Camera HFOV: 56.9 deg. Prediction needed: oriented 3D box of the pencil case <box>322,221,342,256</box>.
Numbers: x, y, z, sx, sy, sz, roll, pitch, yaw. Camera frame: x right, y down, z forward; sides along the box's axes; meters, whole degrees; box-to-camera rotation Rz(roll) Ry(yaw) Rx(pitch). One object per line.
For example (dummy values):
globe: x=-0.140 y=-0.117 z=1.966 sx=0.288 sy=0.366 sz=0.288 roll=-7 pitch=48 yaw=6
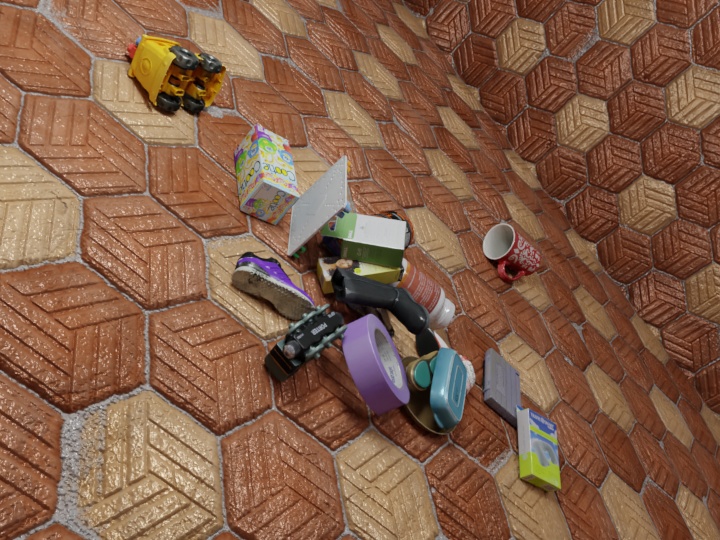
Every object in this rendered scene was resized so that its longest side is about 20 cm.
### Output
pencil case: x=-0.016 y=-0.034 z=1.655 sx=0.201 sy=0.087 sz=0.078 roll=51 pitch=-5 yaw=2

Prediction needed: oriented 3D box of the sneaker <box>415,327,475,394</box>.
sneaker: x=0.217 y=0.223 z=1.683 sx=0.203 sy=0.067 sz=0.107 roll=58 pitch=31 yaw=9

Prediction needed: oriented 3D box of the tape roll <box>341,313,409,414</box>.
tape roll: x=0.033 y=0.197 z=1.404 sx=0.202 sy=0.065 sz=0.201 roll=59 pitch=15 yaw=-26

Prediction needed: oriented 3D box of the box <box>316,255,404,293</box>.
box: x=0.000 y=0.000 z=1.568 sx=0.197 sy=0.051 sz=0.076 roll=-9 pitch=50 yaw=-20

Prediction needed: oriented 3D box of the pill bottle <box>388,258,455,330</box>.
pill bottle: x=0.147 y=0.066 z=1.720 sx=0.199 sy=0.112 sz=0.113 roll=37 pitch=33 yaw=-19

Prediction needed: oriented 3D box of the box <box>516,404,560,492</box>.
box: x=0.461 y=0.455 z=1.724 sx=0.121 sy=0.047 sz=0.202 roll=31 pitch=47 yaw=-28

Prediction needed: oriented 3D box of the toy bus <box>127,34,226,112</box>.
toy bus: x=-0.447 y=-0.480 z=1.565 sx=0.191 sy=0.137 sz=0.199 roll=40 pitch=26 yaw=17

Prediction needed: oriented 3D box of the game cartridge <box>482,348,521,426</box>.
game cartridge: x=0.390 y=0.319 z=1.832 sx=0.129 sy=0.038 sz=0.201 roll=37 pitch=33 yaw=-13

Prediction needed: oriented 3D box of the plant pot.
plant pot: x=0.149 y=0.295 z=1.554 sx=0.199 sy=0.027 sz=0.202 roll=32 pitch=35 yaw=-25

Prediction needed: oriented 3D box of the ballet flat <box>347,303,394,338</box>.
ballet flat: x=0.019 y=0.083 z=1.578 sx=0.202 sy=0.072 sz=0.072 roll=55 pitch=31 yaw=10

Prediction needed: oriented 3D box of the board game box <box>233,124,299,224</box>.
board game box: x=-0.225 y=-0.228 z=1.573 sx=0.102 sy=0.105 sz=0.202 roll=21 pitch=40 yaw=-37

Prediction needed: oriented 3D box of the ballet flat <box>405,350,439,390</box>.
ballet flat: x=0.138 y=0.233 z=1.520 sx=0.199 sy=0.062 sz=0.070 roll=-8 pitch=86 yaw=-62

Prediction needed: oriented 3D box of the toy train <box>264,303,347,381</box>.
toy train: x=-0.105 y=0.141 z=1.312 sx=0.085 sy=0.114 sz=0.200 roll=47 pitch=29 yaw=6

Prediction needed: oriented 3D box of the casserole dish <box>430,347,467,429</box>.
casserole dish: x=0.208 y=0.269 z=1.532 sx=0.122 sy=0.038 sz=0.202 roll=56 pitch=36 yaw=-34

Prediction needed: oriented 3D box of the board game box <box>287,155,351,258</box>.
board game box: x=-0.094 y=-0.149 z=1.559 sx=0.026 sy=0.199 sz=0.202 roll=34 pitch=33 yaw=-28

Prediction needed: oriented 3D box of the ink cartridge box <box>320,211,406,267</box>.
ink cartridge box: x=0.007 y=-0.077 z=1.568 sx=0.196 sy=0.060 sz=0.105 roll=9 pitch=43 yaw=0

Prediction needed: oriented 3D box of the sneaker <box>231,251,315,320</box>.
sneaker: x=-0.174 y=0.022 z=1.398 sx=0.199 sy=0.069 sz=0.100 roll=34 pitch=31 yaw=-25

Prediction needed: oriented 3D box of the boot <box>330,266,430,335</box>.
boot: x=0.042 y=0.070 z=1.478 sx=0.198 sy=0.066 sz=0.165 roll=21 pitch=15 yaw=-32

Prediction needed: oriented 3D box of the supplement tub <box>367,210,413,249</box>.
supplement tub: x=0.059 y=-0.092 z=1.771 sx=0.123 sy=0.122 sz=0.199 roll=54 pitch=30 yaw=10

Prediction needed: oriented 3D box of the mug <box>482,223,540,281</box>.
mug: x=0.537 y=-0.047 z=2.371 sx=0.199 sy=0.180 sz=0.133 roll=26 pitch=0 yaw=-39
